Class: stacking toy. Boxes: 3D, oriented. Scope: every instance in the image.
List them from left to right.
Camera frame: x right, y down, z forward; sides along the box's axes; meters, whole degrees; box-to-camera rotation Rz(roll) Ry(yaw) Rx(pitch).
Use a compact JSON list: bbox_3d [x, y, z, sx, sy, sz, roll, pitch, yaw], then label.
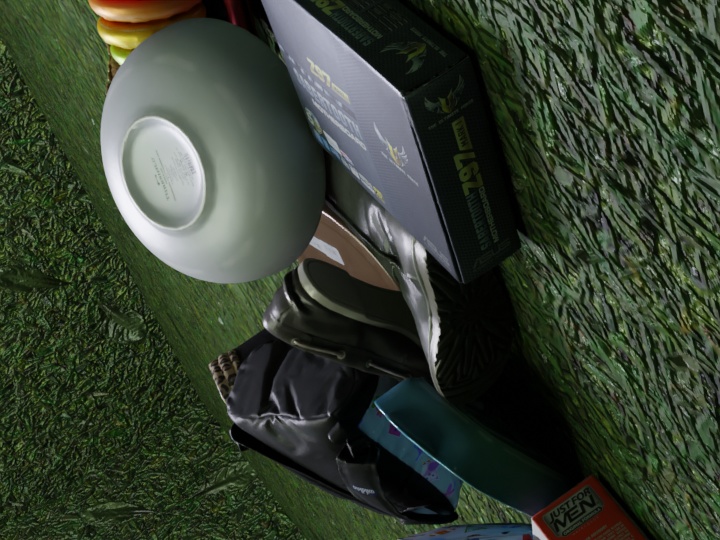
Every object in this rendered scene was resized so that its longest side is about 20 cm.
[{"bbox_3d":[-0.159,-0.180,1.228,0.116,0.110,0.200,34,139,51],"label":"stacking toy"}]

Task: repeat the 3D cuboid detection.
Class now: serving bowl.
[{"bbox_3d":[-0.122,-0.079,1.139,0.200,0.066,0.201,16,117,33],"label":"serving bowl"}]

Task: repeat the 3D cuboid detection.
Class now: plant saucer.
[{"bbox_3d":[0.000,0.000,1.280,0.200,0.029,0.200,43,161,18],"label":"plant saucer"}]

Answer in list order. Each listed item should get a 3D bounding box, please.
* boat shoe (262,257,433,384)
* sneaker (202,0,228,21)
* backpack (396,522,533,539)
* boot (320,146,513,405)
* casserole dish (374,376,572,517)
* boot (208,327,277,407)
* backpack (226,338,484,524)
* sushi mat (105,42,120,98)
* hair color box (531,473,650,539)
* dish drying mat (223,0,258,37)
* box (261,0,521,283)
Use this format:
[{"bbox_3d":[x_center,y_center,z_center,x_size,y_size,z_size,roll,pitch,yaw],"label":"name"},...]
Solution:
[{"bbox_3d":[0.012,0.049,1.164,0.200,0.057,0.067,26,-149,-37],"label":"boat shoe"},{"bbox_3d":[-0.121,-0.159,1.335,0.201,0.071,0.098,61,167,-20],"label":"sneaker"},{"bbox_3d":[0.090,0.282,1.276,0.200,0.190,0.154,33,-135,-66],"label":"backpack"},{"bbox_3d":[0.022,-0.019,1.124,0.200,0.072,0.182,36,144,46],"label":"boot"},{"bbox_3d":[0.091,0.132,1.164,0.121,0.039,0.200,39,-176,39],"label":"casserole dish"},{"bbox_3d":[-0.065,0.067,1.469,0.073,0.150,0.200,56,-179,-13],"label":"boot"},{"bbox_3d":[0.011,0.127,1.271,0.200,0.127,0.167,36,160,-35],"label":"backpack"},{"bbox_3d":[-0.167,-0.169,1.344,0.200,0.012,0.096,17,-111,-67],"label":"sushi mat"},{"bbox_3d":[0.205,0.252,1.110,0.200,0.061,0.102,52,168,29],"label":"hair color box"},{"bbox_3d":[-0.076,-0.131,1.197,0.077,0.018,0.200,105,150,-77],"label":"dish drying mat"},{"bbox_3d":[0.014,-0.105,0.976,0.200,0.051,0.158,46,163,44],"label":"box"}]
